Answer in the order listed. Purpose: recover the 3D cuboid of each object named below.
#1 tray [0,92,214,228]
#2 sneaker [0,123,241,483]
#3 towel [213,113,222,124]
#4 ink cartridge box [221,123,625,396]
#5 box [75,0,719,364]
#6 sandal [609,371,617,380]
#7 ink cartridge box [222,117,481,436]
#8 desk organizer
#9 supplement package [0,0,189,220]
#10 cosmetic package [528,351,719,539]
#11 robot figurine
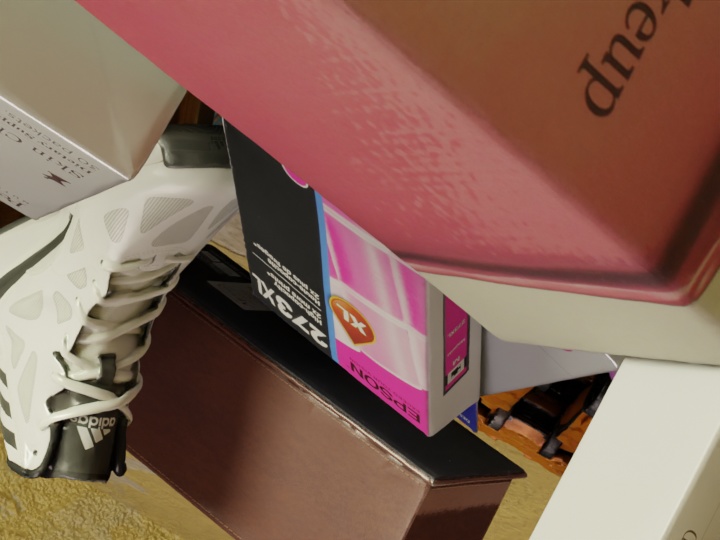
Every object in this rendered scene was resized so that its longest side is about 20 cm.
[{"bbox_3d":[-0.110,-0.061,0.799,0.098,0.037,0.200,-6,162,-11],"label":"tray"},{"bbox_3d":[-0.090,0.021,0.801,0.075,0.116,0.200,2,161,-31],"label":"sneaker"},{"bbox_3d":[-0.092,-0.082,0.934,0.200,0.022,0.147,32,165,-9],"label":"towel"},{"bbox_3d":[0.004,-0.036,0.770,0.200,0.043,0.196,46,163,-6],"label":"ink cartridge box"},{"bbox_3d":[0.029,-0.082,0.493,0.200,0.128,0.109,37,163,-30],"label":"box"},{"bbox_3d":[0.128,0.039,0.782,0.082,0.050,0.203,-5,135,23],"label":"sandal"},{"bbox_3d":[0.000,0.000,0.739,0.095,0.037,0.200,38,162,20],"label":"ink cartridge box"},{"bbox_3d":[-0.036,0.068,0.879,0.200,0.077,0.072,35,-162,31],"label":"desk organizer"},{"bbox_3d":[-0.120,-0.133,0.548,0.200,0.156,0.111,33,166,-15],"label":"supplement package"},{"bbox_3d":[0.120,0.025,0.536,0.082,0.200,0.051,36,165,-27],"label":"cosmetic package"},{"bbox_3d":[0.096,0.047,0.940,0.145,0.058,0.200,30,165,1],"label":"robot figurine"}]
